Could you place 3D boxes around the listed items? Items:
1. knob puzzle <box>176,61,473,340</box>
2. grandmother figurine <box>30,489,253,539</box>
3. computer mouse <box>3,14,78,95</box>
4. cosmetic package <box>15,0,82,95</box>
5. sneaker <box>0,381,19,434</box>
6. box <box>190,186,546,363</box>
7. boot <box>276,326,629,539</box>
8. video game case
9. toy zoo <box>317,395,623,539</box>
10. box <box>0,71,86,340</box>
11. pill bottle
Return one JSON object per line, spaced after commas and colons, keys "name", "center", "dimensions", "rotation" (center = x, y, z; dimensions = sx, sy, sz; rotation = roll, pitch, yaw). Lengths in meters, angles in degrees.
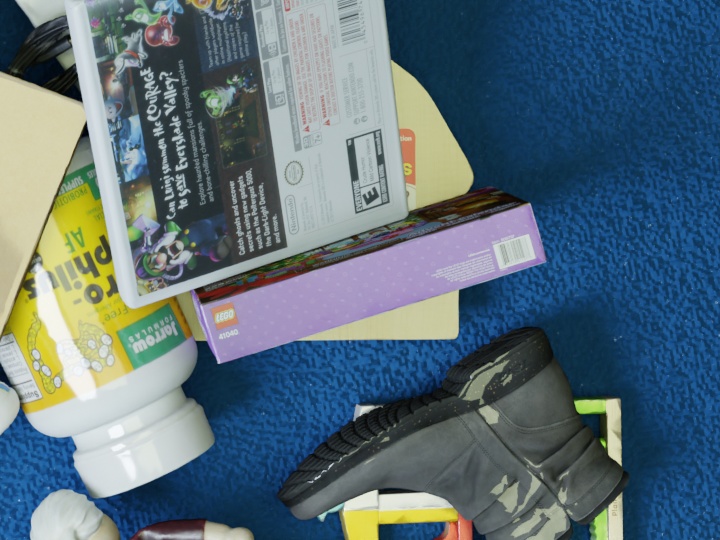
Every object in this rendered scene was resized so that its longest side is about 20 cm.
{"name": "knob puzzle", "center": [-0.029, -0.057, 1.676], "dimensions": [0.219, 0.030, 0.220], "rotation": [0, 91, -5]}
{"name": "grandmother figurine", "center": [-0.109, 0.197, 1.602], "dimensions": [0.200, 0.061, 0.121], "rotation": [32, 90, -4]}
{"name": "computer mouse", "center": [-0.236, -0.104, 1.605], "dimensions": [0.200, 0.034, 0.059], "rotation": [-18, 78, 21]}
{"name": "cosmetic package", "center": [-0.120, -0.124, 1.620], "dimensions": [0.102, 0.074, 0.200], "rotation": [-37, 88, -2]}
{"name": "sneaker", "center": [-0.307, 0.079, 1.590], "dimensions": [0.200, 0.076, 0.105], "rotation": [-18, 107, 7]}
{"name": "box", "center": [0.000, 0.000, 1.595], "dimensions": [0.200, 0.137, 0.039], "rotation": [-17, 97, -5]}
{"name": "boot", "center": [0.061, 0.136, 1.662], "dimensions": [0.200, 0.070, 0.132], "rotation": [-29, 100, -3]}
{"name": "video game case", "center": [-0.066, -0.092, 1.537], "dimensions": [0.181, 0.023, 0.200], "rotation": [-19, 124, -17]}
{"name": "toy zoo", "center": [0.067, 0.147, 1.706], "dimensions": [0.199, 0.020, 0.132], "rotation": [-2, 93, -9]}
{"name": "box", "center": [-0.275, -0.055, 1.542], "dimensions": [0.200, 0.021, 0.164], "rotation": [22, 94, -1]}
{"name": "pill bottle", "center": [-0.166, 0.030, 1.617], "dimensions": [0.113, 0.113, 0.200], "rotation": [-25, 96, -8]}
